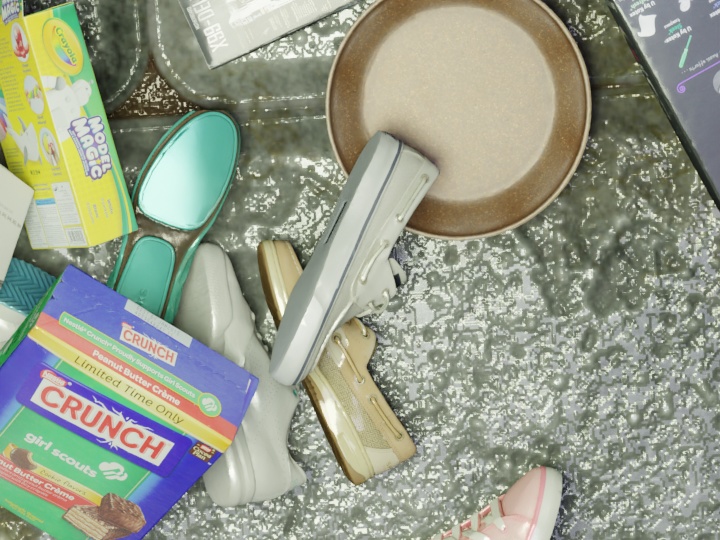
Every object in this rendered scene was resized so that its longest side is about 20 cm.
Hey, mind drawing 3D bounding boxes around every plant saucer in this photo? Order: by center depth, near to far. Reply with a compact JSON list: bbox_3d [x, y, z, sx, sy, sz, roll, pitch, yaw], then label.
[{"bbox_3d":[0.074,-0.124,1.749,0.199,0.037,0.202,1,99,3],"label":"plant saucer"}]

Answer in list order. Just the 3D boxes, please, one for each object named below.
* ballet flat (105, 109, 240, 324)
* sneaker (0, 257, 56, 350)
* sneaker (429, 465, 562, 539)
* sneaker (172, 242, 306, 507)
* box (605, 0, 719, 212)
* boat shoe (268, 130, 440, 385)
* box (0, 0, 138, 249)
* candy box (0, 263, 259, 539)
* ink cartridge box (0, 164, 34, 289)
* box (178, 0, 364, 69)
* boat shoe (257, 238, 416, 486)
[{"bbox_3d":[-0.150,-0.030,1.755,0.067,0.070,0.201,22,85,-10],"label":"ballet flat"},{"bbox_3d":[-0.221,0.069,1.785,0.199,0.077,0.081,33,125,-8],"label":"sneaker"},{"bbox_3d":[0.072,0.224,1.787,0.104,0.075,0.201,27,104,-7],"label":"sneaker"},{"bbox_3d":[-0.088,0.077,1.782,0.088,0.075,0.202,-7,85,-29],"label":"sneaker"},{"bbox_3d":[0.267,-0.141,1.691,0.106,0.122,0.201,-29,97,7],"label":"box"},{"bbox_3d":[0.000,0.000,1.709,0.070,0.071,0.201,27,78,-12],"label":"boat shoe"},{"bbox_3d":[-0.233,-0.118,1.726,0.048,0.117,0.201,-22,101,-29],"label":"box"},{"bbox_3d":[-0.198,0.111,1.712,0.169,0.077,0.200,32,132,-12],"label":"candy box"},{"bbox_3d":[-0.345,0.005,1.708,0.145,0.084,0.201,13,77,24],"label":"ink cartridge box"},{"bbox_3d":[-0.080,-0.271,1.725,0.157,0.050,0.201,-24,97,7],"label":"box"},{"bbox_3d":[-0.020,0.061,1.773,0.064,0.071,0.201,-25,100,-6],"label":"boat shoe"}]
